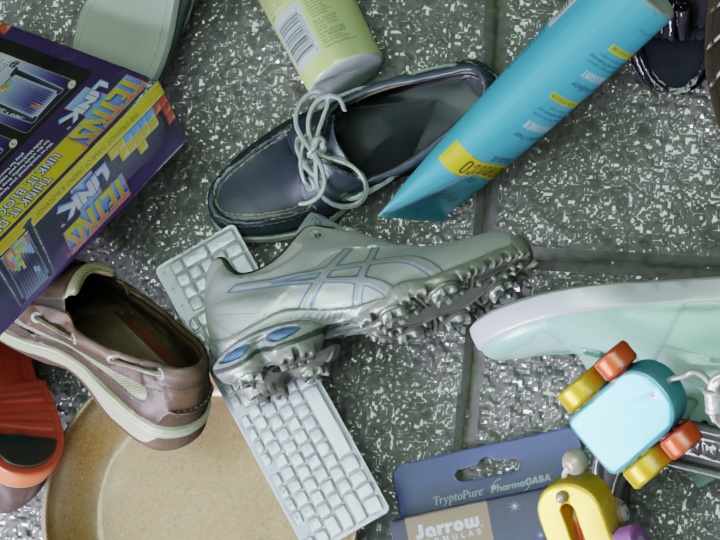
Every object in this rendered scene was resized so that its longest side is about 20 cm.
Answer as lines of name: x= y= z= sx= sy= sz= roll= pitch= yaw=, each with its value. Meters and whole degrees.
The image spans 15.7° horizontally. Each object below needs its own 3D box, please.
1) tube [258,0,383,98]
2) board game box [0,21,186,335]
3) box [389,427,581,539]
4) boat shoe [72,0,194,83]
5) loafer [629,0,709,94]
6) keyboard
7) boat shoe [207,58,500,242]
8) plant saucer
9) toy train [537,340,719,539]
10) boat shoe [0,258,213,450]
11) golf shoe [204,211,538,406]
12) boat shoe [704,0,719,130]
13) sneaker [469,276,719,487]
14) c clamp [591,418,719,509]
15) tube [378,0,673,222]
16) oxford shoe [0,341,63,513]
tube: x=-0.049 y=-0.202 z=1.607 sx=0.058 sy=0.052 sz=0.201 roll=-20 pitch=71 yaw=-23
board game box: x=-0.230 y=-0.053 z=1.557 sx=0.165 sy=0.057 sz=0.200 roll=24 pitch=60 yaw=36
box: x=0.088 y=0.200 z=1.527 sx=0.121 sy=0.032 sz=0.201 roll=-13 pitch=79 yaw=12
boat shoe: x=-0.120 y=-0.173 z=1.604 sx=0.073 sy=0.062 sz=0.201 roll=33 pitch=115 yaw=30
loafer: x=0.180 y=-0.196 z=1.504 sx=0.071 sy=0.063 sz=0.201 roll=2 pitch=106 yaw=4
keyboard: x=-0.053 y=0.070 z=1.553 sx=0.056 sy=0.011 sz=0.201 roll=-31 pitch=76 yaw=7
boat shoe: x=-0.006 y=-0.073 z=1.569 sx=0.199 sy=0.062 sz=0.075 roll=-18 pitch=78 yaw=11
plant saucer: x=-0.094 y=0.148 z=1.576 sx=0.199 sy=0.035 sz=0.201 roll=-2 pitch=82 yaw=14
toy train: x=0.173 y=0.132 z=1.445 sx=0.150 sy=0.056 sz=0.201 roll=14 pitch=114 yaw=24
boat shoe: x=-0.164 y=0.019 z=1.552 sx=0.202 sy=0.075 sz=0.075 roll=34 pitch=47 yaw=17
golf shoe: x=0.000 y=0.000 z=1.522 sx=0.199 sy=0.078 sz=0.098 roll=-19 pitch=68 yaw=2
boat shoe: x=0.246 y=-0.091 z=1.480 sx=0.072 sy=0.076 sz=0.201 roll=-10 pitch=81 yaw=53
sneaker: x=0.162 y=0.067 z=1.504 sx=0.199 sy=0.074 sz=0.119 roll=-5 pitch=85 yaw=15
c clamp: x=0.216 y=0.169 z=1.473 sx=0.199 sy=0.027 sz=0.172 roll=18 pitch=119 yaw=24
tube: x=0.095 y=-0.097 z=1.510 sx=0.200 sy=0.077 sz=0.050 roll=-45 pitch=63 yaw=22
oxford shoe: x=-0.236 y=0.055 z=1.608 sx=0.071 sy=0.073 sz=0.201 roll=-1 pitch=58 yaw=-24
